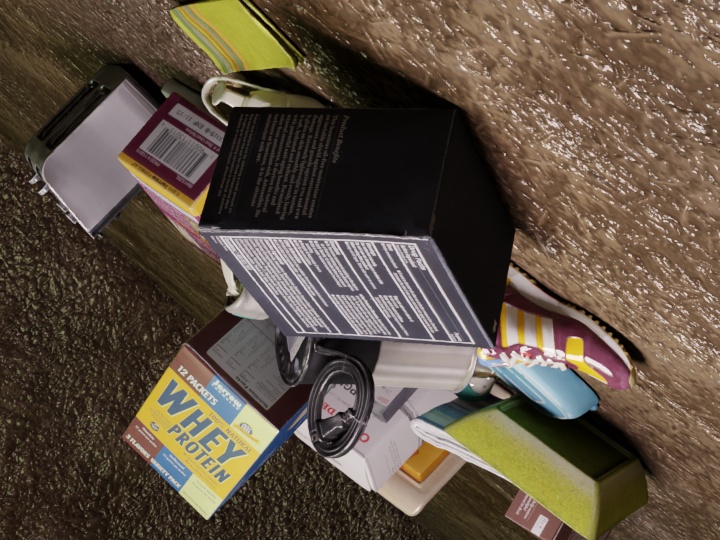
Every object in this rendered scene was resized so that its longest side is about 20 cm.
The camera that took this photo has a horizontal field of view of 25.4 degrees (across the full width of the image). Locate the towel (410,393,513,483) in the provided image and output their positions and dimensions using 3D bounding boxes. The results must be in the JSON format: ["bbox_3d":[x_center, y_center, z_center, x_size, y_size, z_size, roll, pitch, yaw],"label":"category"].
[{"bbox_3d":[0.156,0.188,1.829,0.146,0.024,0.200,24,-164,22],"label":"towel"}]

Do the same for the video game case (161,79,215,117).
[{"bbox_3d":[-0.122,-0.125,1.826,0.199,0.023,0.182,32,167,37],"label":"video game case"}]

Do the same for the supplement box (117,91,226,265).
[{"bbox_3d":[-0.158,-0.084,1.774,0.131,0.103,0.200,33,167,31],"label":"supplement box"}]

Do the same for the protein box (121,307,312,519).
[{"bbox_3d":[-0.121,0.125,1.742,0.135,0.200,0.199,43,135,5],"label":"protein box"}]

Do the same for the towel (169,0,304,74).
[{"bbox_3d":[-0.116,-0.213,1.453,0.086,0.018,0.200,43,169,-20],"label":"towel"}]

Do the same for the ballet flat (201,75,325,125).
[{"bbox_3d":[-0.097,-0.147,1.505,0.069,0.070,0.200,46,171,-31],"label":"ballet flat"}]

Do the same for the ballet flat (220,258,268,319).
[{"bbox_3d":[-0.113,-0.051,1.650,0.063,0.202,0.067,5,171,-21],"label":"ballet flat"}]

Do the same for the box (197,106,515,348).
[{"bbox_3d":[0.005,-0.034,1.307,0.197,0.124,0.200,4,154,22],"label":"box"}]

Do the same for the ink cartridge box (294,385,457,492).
[{"bbox_3d":[0.025,0.145,1.923,0.145,0.200,0.085,33,157,31],"label":"ink cartridge box"}]

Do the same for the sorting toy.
[{"bbox_3d":[0.062,0.179,1.966,0.185,0.200,0.037,34,157,28],"label":"sorting toy"}]

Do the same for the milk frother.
[{"bbox_3d":[0.028,0.096,1.598,0.187,0.202,0.180,4,163,-20],"label":"milk frother"}]

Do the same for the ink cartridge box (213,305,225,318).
[{"bbox_3d":[-0.083,0.076,2.037,0.147,0.200,0.144,43,169,-21],"label":"ink cartridge box"}]

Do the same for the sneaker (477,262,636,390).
[{"bbox_3d":[0.157,0.066,1.463,0.200,0.090,0.075,35,169,25],"label":"sneaker"}]

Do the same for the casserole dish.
[{"bbox_3d":[0.168,0.096,1.698,0.200,0.039,0.121,43,169,-10],"label":"casserole dish"}]

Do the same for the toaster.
[{"bbox_3d":[-0.309,-0.152,1.953,0.119,0.200,0.181,46,176,-22],"label":"toaster"}]

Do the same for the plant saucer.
[{"bbox_3d":[0.216,0.195,1.740,0.199,0.048,0.200,36,-161,20],"label":"plant saucer"}]

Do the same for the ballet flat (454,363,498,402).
[{"bbox_3d":[0.121,0.099,1.808,0.070,0.068,0.200,12,156,39],"label":"ballet flat"}]

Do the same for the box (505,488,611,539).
[{"bbox_3d":[0.253,0.290,1.945,0.075,0.101,0.200,29,174,26],"label":"box"}]
